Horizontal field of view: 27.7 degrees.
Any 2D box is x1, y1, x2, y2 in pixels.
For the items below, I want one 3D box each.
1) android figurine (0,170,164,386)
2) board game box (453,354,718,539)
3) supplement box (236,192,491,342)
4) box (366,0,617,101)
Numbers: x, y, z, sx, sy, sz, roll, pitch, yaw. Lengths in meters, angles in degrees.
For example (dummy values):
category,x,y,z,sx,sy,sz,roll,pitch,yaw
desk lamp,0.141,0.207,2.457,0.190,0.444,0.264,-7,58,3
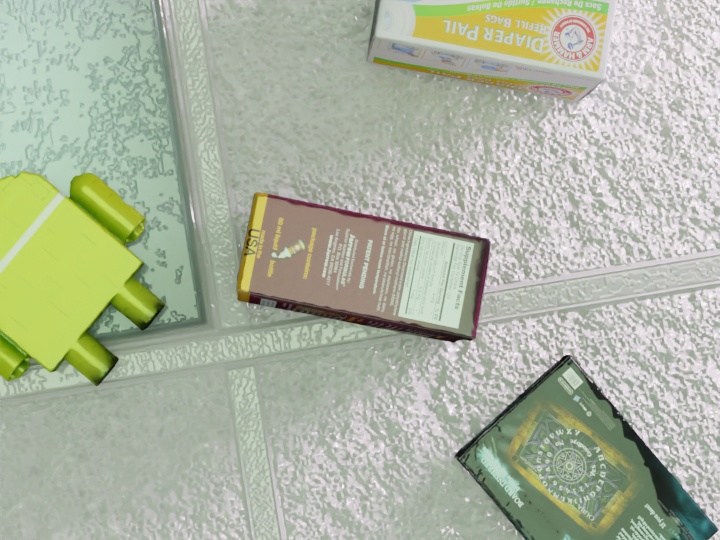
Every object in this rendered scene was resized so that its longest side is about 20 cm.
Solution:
category,x,y,z,sx,sy,sz,roll,pitch,yaw
android figurine,-0.270,0.000,1.239,0.200,0.041,0.182,38,85,-1
board game box,0.195,0.192,1.265,0.135,0.028,0.200,-40,90,-5
supplement box,0.000,0.000,1.223,0.198,0.110,0.086,11,85,-4
box,0.113,-0.222,1.249,0.198,0.101,0.114,9,86,-3
